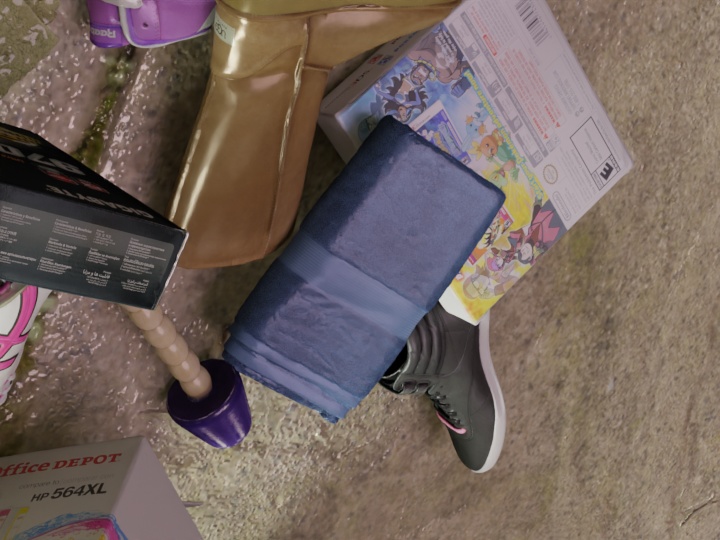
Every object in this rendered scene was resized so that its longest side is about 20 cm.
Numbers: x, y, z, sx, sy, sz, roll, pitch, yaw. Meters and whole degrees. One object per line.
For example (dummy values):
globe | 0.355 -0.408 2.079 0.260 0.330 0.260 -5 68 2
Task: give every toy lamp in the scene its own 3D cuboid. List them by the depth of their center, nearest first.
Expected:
toy lamp | -0.127 0.046 0.892 0.058 0.058 0.200 -41 132 -17

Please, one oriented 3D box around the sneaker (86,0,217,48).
sneaker | -0.144 -0.180 0.737 0.200 0.073 0.115 12 107 -45

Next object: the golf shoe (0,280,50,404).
golf shoe | -0.231 0.039 0.787 0.200 0.073 0.092 -43 142 -1

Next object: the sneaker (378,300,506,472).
sneaker | 0.055 0.088 1.071 0.099 0.071 0.201 -25 122 -27

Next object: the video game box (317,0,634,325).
video game box | 0.087 -0.094 0.975 0.182 0.047 0.200 -44 119 -17

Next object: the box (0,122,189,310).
box | -0.206 -0.046 0.642 0.200 0.159 0.046 15 101 -47

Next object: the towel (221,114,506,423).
towel | 0.000 0.000 0.909 0.112 0.049 0.200 33 98 -27

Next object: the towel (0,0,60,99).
towel | -0.258 -0.114 0.698 0.200 0.036 0.148 -48 137 -11

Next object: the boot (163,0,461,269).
boot | -0.035 -0.102 0.854 0.175 0.066 0.200 -8 134 -28

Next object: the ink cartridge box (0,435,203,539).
ink cartridge box | -0.182 0.202 0.823 0.200 0.128 0.126 -74 148 -52
